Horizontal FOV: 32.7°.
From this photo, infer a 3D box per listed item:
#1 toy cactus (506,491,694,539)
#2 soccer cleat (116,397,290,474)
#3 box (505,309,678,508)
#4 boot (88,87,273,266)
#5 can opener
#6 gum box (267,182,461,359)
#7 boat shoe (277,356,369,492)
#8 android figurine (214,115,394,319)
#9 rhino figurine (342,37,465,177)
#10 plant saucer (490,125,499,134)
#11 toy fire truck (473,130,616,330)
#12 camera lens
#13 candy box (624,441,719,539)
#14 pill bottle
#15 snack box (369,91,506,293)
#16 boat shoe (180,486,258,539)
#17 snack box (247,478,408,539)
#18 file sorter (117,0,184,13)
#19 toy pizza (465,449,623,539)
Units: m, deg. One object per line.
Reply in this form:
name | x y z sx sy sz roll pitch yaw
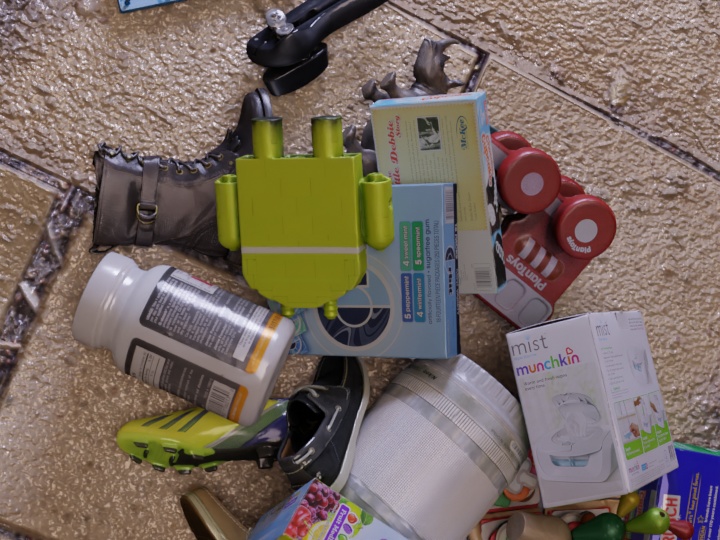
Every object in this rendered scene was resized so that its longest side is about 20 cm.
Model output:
toy cactus | 0.223 0.274 1.256 0.164 0.200 0.103 23 57 -27
soccer cleat | -0.150 0.160 1.262 0.198 0.065 0.084 0 60 -10
box | 0.244 0.135 1.261 0.096 0.200 0.178 -17 82 27
boot | -0.183 -0.102 1.243 0.172 0.069 0.202 12 89 -14
can opener | -0.035 -0.270 1.295 0.200 0.079 0.063 -41 60 -14
gum box | 0.000 0.000 1.238 0.198 0.044 0.172 0 94 25
boat shoe | -0.038 0.139 1.223 0.072 0.201 0.068 -34 115 30
android figurine | -0.056 -0.049 1.197 0.180 0.041 0.202 -1 103 15
rhino figurine | 0.043 -0.169 1.304 0.087 0.060 0.201 43 78 -27
plant saucer | 0.084 -0.076 1.328 0.070 0.019 0.201 28 84 -27
toy fire truck | 0.161 -0.043 1.308 0.199 0.112 0.168 36 98 -20
camera lens | 0.065 0.197 1.251 0.160 0.160 0.200 45 77 -9
candy box | 0.400 0.289 1.380 0.198 0.077 0.171 12 87 -15
pill bottle | -0.173 0.064 1.208 0.198 0.116 0.117 24 84 2
snack box | 0.079 -0.075 1.245 0.115 0.037 0.202 0 108 24
boat shoe | -0.105 0.293 1.262 0.066 0.074 0.201 -41 100 -24
snack box | -0.003 0.293 1.164 0.199 0.169 0.068 35 59 -6
file sorter | -0.157 -0.357 1.226 0.198 0.123 0.140 -15 92 -13
toy pizza | 0.204 0.260 1.354 0.198 0.032 0.202 0 90 -14
